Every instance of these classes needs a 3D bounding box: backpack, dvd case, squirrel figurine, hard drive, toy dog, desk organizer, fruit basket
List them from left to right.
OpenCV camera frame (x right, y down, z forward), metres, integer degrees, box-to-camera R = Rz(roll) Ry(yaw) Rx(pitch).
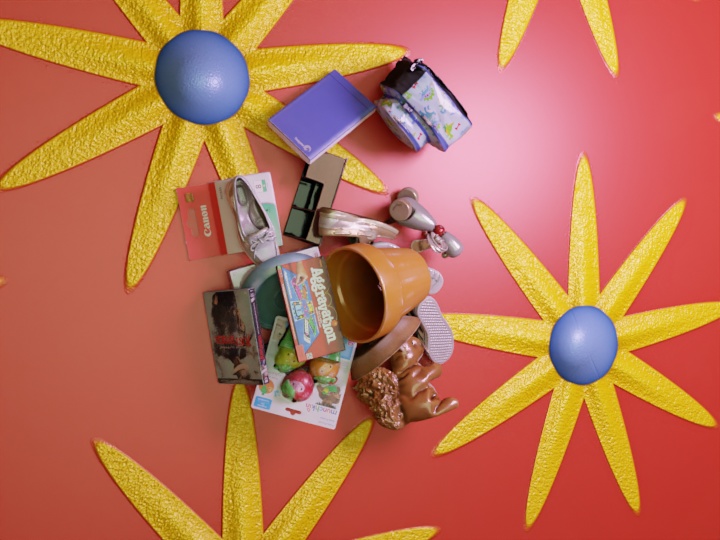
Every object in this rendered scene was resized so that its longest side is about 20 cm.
[{"bbox_3d":[-0.260,0.139,1.570,0.022,0.145,0.201,-16,99,-50],"label":"dvd case"},{"bbox_3d":[-0.116,0.212,1.578,0.184,0.094,0.201,16,73,-4],"label":"fruit basket"},{"bbox_3d":[-0.100,-0.159,1.638,0.077,0.072,0.201,18,87,-14],"label":"desk organizer"},{"bbox_3d":[-0.082,-0.334,1.620,0.132,0.025,0.200,44,69,11],"label":"hard drive"},{"bbox_3d":[0.088,0.245,1.677,0.199,0.141,0.188,-20,91,-18],"label":"squirrel figurine"},{"bbox_3d":[0.129,-0.091,1.693,0.132,0.096,0.200,-12,62,-52],"label":"toy dog"},{"bbox_3d":[0.132,-0.347,1.647,0.200,0.183,0.147,42,96,-19],"label":"backpack"}]

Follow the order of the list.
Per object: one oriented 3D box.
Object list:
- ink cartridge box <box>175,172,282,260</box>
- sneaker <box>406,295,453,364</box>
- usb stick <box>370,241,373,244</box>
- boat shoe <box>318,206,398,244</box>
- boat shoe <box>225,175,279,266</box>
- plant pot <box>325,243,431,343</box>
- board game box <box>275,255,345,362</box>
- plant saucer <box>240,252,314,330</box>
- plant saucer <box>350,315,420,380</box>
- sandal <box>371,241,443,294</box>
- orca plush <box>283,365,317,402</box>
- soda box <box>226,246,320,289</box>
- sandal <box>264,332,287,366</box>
[{"bbox_3d":[-0.277,-0.115,1.599,0.199,0.050,0.162,-11,95,-18],"label":"ink cartridge box"},{"bbox_3d":[0.156,0.124,1.727,0.078,0.079,0.201,-32,125,-17],"label":"sneaker"},{"bbox_3d":[0.000,0.000,1.693,0.055,0.033,0.201,3,91,-25],"label":"usb stick"},{"bbox_3d":[-0.008,-0.087,1.625,0.199,0.074,0.067,12,95,-31],"label":"boat shoe"},{"bbox_3d":[-0.223,-0.099,1.556,0.074,0.065,0.203,-20,93,-14],"label":"boat shoe"},{"bbox_3d":[0.045,0.032,1.580,0.183,0.200,0.201,-16,97,-42],"label":"plant pot"},{"bbox_3d":[-0.101,0.077,1.536,0.102,0.019,0.201,-13,91,-16],"label":"board game box"},{"bbox_3d":[-0.157,0.053,1.595,0.199,0.027,0.201,-14,129,-18],"label":"plant saucer"},{"bbox_3d":[0.044,0.158,1.627,0.200,0.200,0.035,-42,95,-11],"label":"plant saucer"},{"bbox_3d":[0.096,-0.003,1.716,0.202,0.050,0.083,30,100,-21],"label":"sandal"},{"bbox_3d":[-0.121,0.245,1.664,0.105,0.071,0.200,36,66,30],"label":"orca plush"},{"bbox_3d":[-0.182,0.006,1.622,0.199,0.064,0.068,-17,97,-15],"label":"soda box"},{"bbox_3d":[-0.141,0.160,1.656,0.199,0.045,0.075,-21,92,0],"label":"sandal"}]
